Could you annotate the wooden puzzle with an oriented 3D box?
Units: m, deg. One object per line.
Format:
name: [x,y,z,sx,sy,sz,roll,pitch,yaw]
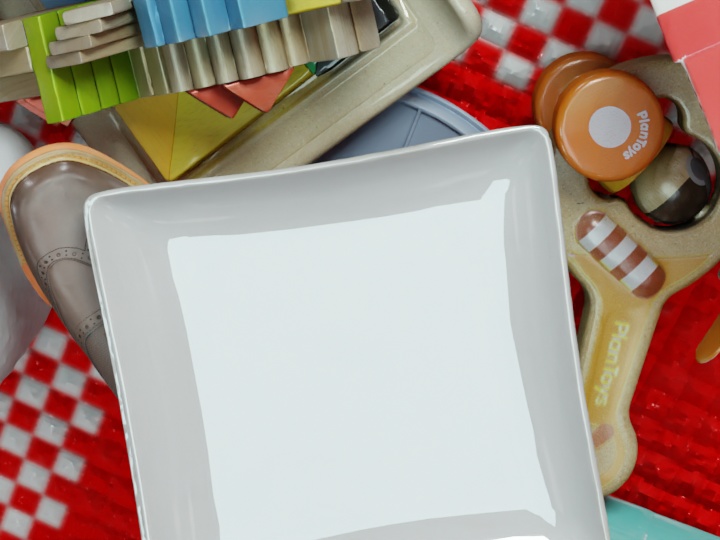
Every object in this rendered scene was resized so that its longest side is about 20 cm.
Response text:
wooden puzzle: [-0.071,-0.126,1.079,0.200,0.037,0.185,-35,91,27]

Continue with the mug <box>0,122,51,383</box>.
mug: [-0.219,0.008,1.120,0.148,0.175,0.200,44,117,-9]

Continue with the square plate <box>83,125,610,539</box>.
square plate: [-0.004,0.048,1.046,0.200,0.028,0.199,-9,99,2]

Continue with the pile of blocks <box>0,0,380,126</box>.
pile of blocks: [-0.078,-0.089,1.031,0.200,0.082,0.062,-10,100,19]

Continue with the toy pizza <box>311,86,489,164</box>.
toy pizza: [0.000,0.000,1.142,0.200,0.032,0.201,6,114,14]

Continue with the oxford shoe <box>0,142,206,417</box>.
oxford shoe: [-0.091,0.026,1.085,0.071,0.073,0.200,-33,127,3]

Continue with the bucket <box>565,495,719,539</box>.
bucket: [0.128,0.208,1.120,0.135,0.207,0.207,24,118,8]

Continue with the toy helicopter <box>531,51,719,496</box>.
toy helicopter: [0.127,0.006,1.070,0.132,0.079,0.200,13,100,-7]

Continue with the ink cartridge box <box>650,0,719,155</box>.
ink cartridge box: [0.158,-0.154,0.937,0.116,0.067,0.200,-22,87,19]
